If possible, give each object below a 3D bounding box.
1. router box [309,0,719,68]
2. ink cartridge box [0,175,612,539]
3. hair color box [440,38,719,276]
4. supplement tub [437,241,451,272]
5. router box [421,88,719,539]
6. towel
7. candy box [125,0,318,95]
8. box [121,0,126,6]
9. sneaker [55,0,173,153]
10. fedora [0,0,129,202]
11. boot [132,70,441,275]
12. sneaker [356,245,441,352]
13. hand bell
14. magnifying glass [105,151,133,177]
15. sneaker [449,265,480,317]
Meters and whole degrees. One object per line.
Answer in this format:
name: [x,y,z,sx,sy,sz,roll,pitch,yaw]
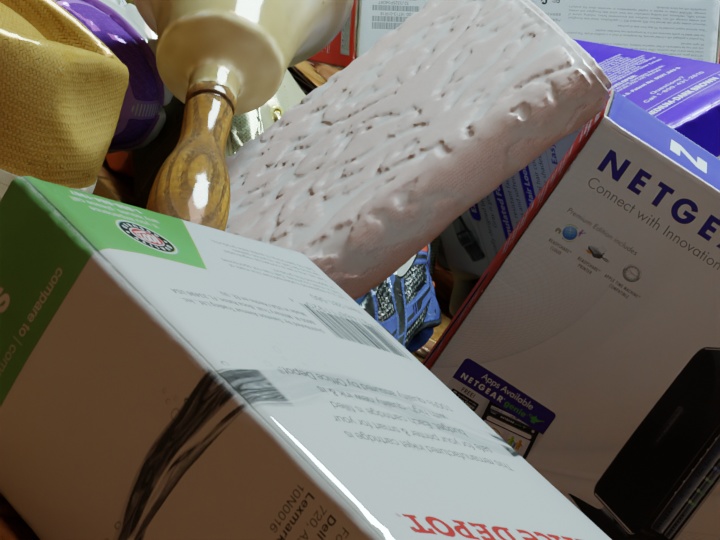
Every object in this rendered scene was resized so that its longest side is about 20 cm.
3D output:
router box: [0.072,-0.136,1.203,0.200,0.049,0.179,1,8,-14]
ink cartridge box: [-0.022,0.068,0.667,0.146,0.084,0.200,16,21,-51]
hair color box: [0.106,-0.042,0.977,0.200,0.065,0.109,18,-49,53]
supplement tub: [0.139,0.006,1.247,0.200,0.107,0.107,26,15,-28]
router box: [0.127,0.059,0.841,0.200,0.180,0.049,32,20,-1]
towel: [-0.003,-0.038,0.874,0.032,0.200,0.191,50,5,-19]
candy box: [-0.078,-0.105,1.247,0.117,0.056,0.200,19,20,-51]
box: [-0.182,-0.198,1.124,0.156,0.041,0.200,61,1,37]
sneaker: [-0.182,-0.108,1.005,0.200,0.081,0.083,26,25,7]
fedora: [-0.157,-0.074,0.868,0.200,0.082,0.201,32,13,-8]
boot: [-0.035,-0.069,1.076,0.155,0.073,0.200,26,38,-31]
sneaker: [0.000,0.000,0.951,0.078,0.075,0.200,50,35,-20]
hand bell: [-0.062,-0.063,0.901,0.104,0.104,0.200,29,40,-20]
magnifying glass: [-0.046,-0.037,1.119,0.200,0.022,0.080,16,36,-40]
sneaker: [0.092,0.048,1.045,0.088,0.081,0.200,-5,28,-9]
